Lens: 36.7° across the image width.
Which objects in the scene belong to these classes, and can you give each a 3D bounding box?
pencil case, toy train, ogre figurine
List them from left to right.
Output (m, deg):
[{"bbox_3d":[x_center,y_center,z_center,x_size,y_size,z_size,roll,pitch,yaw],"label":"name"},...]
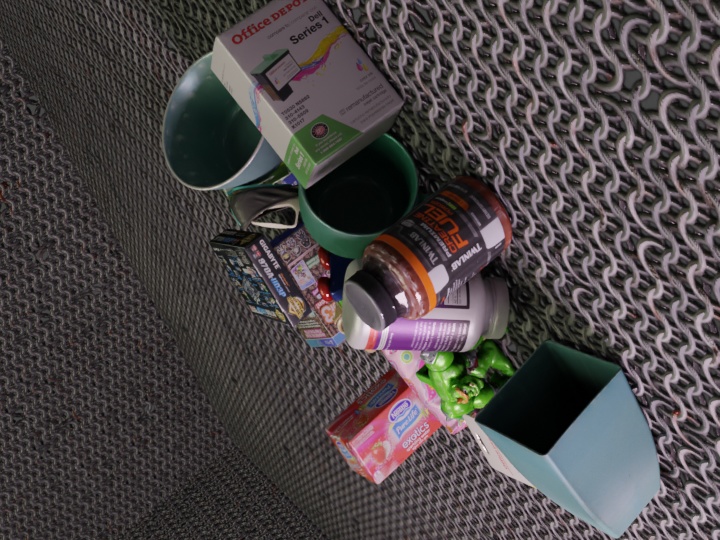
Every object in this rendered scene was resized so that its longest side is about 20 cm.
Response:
[{"bbox_3d":[0.000,0.000,1.504,0.201,0.084,0.116,-92,-22,-54],"label":"toy train"},{"bbox_3d":[0.110,0.153,1.670,0.201,0.087,0.088,52,162,9],"label":"pencil case"},{"bbox_3d":[0.144,0.127,1.481,0.098,0.119,0.201,42,159,29],"label":"ogre figurine"}]

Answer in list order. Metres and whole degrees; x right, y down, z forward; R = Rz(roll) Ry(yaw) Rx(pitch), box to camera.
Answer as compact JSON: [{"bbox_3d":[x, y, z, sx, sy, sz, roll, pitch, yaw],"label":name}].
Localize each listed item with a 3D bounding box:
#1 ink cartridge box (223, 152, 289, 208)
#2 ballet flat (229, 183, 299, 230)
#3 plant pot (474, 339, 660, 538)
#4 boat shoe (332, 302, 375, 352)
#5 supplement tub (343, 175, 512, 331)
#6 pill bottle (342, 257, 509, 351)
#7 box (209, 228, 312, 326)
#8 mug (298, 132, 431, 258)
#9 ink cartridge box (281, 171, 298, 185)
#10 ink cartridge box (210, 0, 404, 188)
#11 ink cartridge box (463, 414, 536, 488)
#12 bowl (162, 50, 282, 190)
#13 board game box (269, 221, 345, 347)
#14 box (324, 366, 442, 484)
[{"bbox_3d":[-0.175,-0.175,1.647,0.060,0.103,0.200,61,-178,-26],"label":"ink cartridge box"},{"bbox_3d":[-0.082,-0.096,1.514,0.068,0.197,0.069,82,176,-83],"label":"ballet flat"},{"bbox_3d":[0.268,0.217,1.320,0.201,0.141,0.141,54,163,-27],"label":"plant pot"},{"bbox_3d":[-0.010,0.067,1.662,0.073,0.070,0.200,36,-178,-26],"label":"boat shoe"},{"bbox_3d":[0.076,-0.016,1.258,0.107,0.199,0.107,42,157,23],"label":"supplement tub"},{"bbox_3d":[0.080,0.044,1.355,0.112,0.197,0.114,-177,90,-80],"label":"pill bottle"},{"bbox_3d":[-0.175,0.009,1.857,0.160,0.046,0.199,59,161,-17],"label":"box"},{"bbox_3d":[0.006,-0.082,1.394,0.185,0.152,0.115,49,164,13],"label":"mug"},{"bbox_3d":[-0.049,-0.064,1.651,0.197,0.043,0.200,55,-179,-1],"label":"ink cartridge box"},{"bbox_3d":[-0.067,-0.227,1.320,0.201,0.144,0.084,52,161,7],"label":"ink cartridge box"},{"bbox_3d":[0.238,0.243,1.540,0.118,0.067,0.199,59,160,-19],"label":"ink cartridge box"},{"bbox_3d":[-0.171,-0.200,1.524,0.200,0.202,0.105,40,-167,35],"label":"bowl"},{"bbox_3d":[-0.083,0.025,1.888,0.201,0.096,0.159,56,162,-8],"label":"board game box"},{"bbox_3d":[0.054,0.239,1.773,0.096,0.199,0.099,57,161,-20],"label":"box"}]
